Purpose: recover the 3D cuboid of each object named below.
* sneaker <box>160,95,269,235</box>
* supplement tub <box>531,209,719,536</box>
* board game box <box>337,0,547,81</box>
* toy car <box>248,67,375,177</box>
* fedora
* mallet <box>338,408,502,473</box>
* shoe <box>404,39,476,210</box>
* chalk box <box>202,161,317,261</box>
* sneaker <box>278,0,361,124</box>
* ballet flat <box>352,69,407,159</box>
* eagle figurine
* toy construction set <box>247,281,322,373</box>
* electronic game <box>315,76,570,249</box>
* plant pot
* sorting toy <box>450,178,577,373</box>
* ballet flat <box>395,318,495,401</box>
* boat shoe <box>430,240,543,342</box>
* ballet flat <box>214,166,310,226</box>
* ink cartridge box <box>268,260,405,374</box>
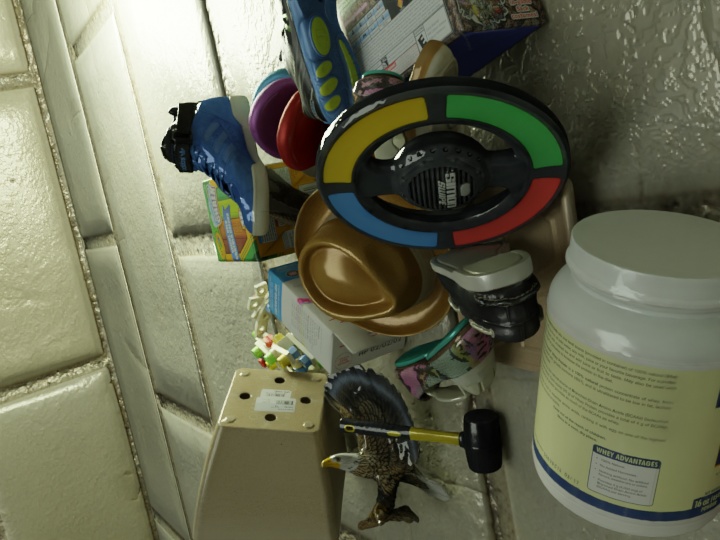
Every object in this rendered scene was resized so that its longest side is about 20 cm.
[{"bbox_3d":[-0.171,-0.120,0.847,0.077,0.111,0.200,108,150,-59],"label":"sneaker"},{"bbox_3d":[0.204,0.070,0.530,0.145,0.145,0.200,31,130,49],"label":"supplement tub"},{"bbox_3d":[0.052,-0.276,0.660,0.159,0.097,0.200,-20,87,60],"label":"board game box"},{"bbox_3d":[-0.049,-0.170,0.825,0.200,0.150,0.175,40,137,43],"label":"toy car"},{"bbox_3d":[0.000,0.000,0.777,0.200,0.082,0.201,14,121,25],"label":"fedora"},{"bbox_3d":[0.065,0.178,0.837,0.200,0.041,0.066,8,108,26],"label":"mallet"},{"bbox_3d":[0.076,-0.112,0.632,0.053,0.070,0.200,17,150,18],"label":"shoe"},{"bbox_3d":[-0.144,-0.084,1.050,0.200,0.124,0.125,-2,102,59],"label":"chalk box"},{"bbox_3d":[-0.055,-0.236,0.689,0.083,0.071,0.200,3,110,53],"label":"sneaker"},{"bbox_3d":[0.036,-0.125,0.685,0.069,0.200,0.071,6,89,15],"label":"ballet flat"},{"bbox_3d":[0.017,0.224,0.938,0.152,0.151,0.200,-20,64,32],"label":"eagle figurine"},{"bbox_3d":[-0.129,0.114,1.153,0.200,0.092,0.131,52,169,45],"label":"toy construction set"},{"bbox_3d":[0.064,-0.076,0.580,0.200,0.200,0.042,124,153,-53],"label":"electronic game"},{"bbox_3d":[-0.120,0.250,1.033,0.200,0.199,0.177,-83,-3,-64],"label":"plant pot"},{"bbox_3d":[0.150,0.005,0.704,0.200,0.036,0.186,10,113,62],"label":"sorting toy"},{"bbox_3d":[0.094,0.097,0.746,0.071,0.069,0.200,51,156,4],"label":"ballet flat"},{"bbox_3d":[0.108,0.013,0.617,0.200,0.074,0.060,-128,21,-82],"label":"boat shoe"},{"bbox_3d":[-0.091,-0.082,0.925,0.046,0.200,0.067,129,157,-58],"label":"ballet flat"},{"bbox_3d":[-0.020,0.058,0.923,0.200,0.115,0.068,41,137,43],"label":"ink cartridge box"}]
